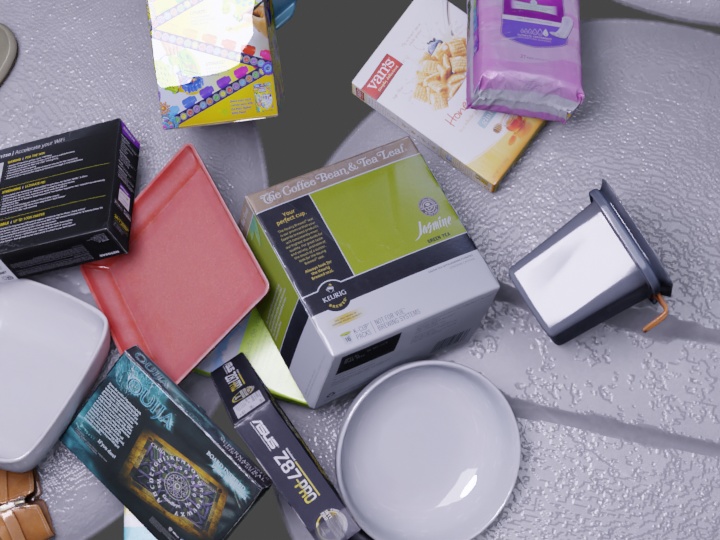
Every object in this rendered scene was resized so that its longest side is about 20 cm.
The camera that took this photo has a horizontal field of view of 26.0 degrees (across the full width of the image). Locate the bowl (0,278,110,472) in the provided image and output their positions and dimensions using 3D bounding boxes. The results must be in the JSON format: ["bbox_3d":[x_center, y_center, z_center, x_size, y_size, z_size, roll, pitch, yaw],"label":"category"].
[{"bbox_3d":[-0.369,0.111,1.628,0.198,0.075,0.201,18,62,21],"label":"bowl"}]

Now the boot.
[{"bbox_3d":[-0.419,0.223,1.635,0.154,0.077,0.202,-23,81,-2],"label":"boot"}]

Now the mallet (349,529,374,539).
[{"bbox_3d":[-0.018,0.360,1.621,0.065,0.041,0.202,25,85,4],"label":"mallet"}]

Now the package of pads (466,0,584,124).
[{"bbox_3d":[0.177,-0.259,1.684,0.119,0.076,0.202,9,61,-10],"label":"package of pads"}]

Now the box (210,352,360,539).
[{"bbox_3d":[-0.079,0.177,1.549,0.049,0.200,0.162,-33,104,-5],"label":"box"}]

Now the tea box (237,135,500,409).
[{"bbox_3d":[0.000,0.000,1.601,0.198,0.134,0.198,-21,69,-22],"label":"tea box"}]

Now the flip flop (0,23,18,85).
[{"bbox_3d":[-0.447,-0.191,1.730,0.081,0.058,0.201,27,80,7],"label":"flip flop"}]

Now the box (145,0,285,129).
[{"bbox_3d":[-0.151,-0.257,1.637,0.120,0.200,0.195,-7,99,0],"label":"box"}]

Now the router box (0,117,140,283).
[{"bbox_3d":[-0.336,-0.069,1.652,0.198,0.051,0.150,-12,53,17],"label":"router box"}]

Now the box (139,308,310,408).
[{"bbox_3d":[-0.124,0.062,1.675,0.198,0.048,0.123,17,79,5],"label":"box"}]

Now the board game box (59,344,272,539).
[{"bbox_3d":[-0.198,0.192,1.578,0.200,0.028,0.136,44,114,8],"label":"board game box"}]

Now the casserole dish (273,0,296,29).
[{"bbox_3d":[-0.151,-0.356,1.767,0.121,0.039,0.200,-41,81,-6],"label":"casserole dish"}]

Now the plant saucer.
[{"bbox_3d":[-0.186,0.007,1.611,0.200,0.037,0.201,-45,60,24],"label":"plant saucer"}]

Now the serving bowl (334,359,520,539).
[{"bbox_3d":[0.063,0.188,1.618,0.198,0.066,0.203,-2,97,-16],"label":"serving bowl"}]

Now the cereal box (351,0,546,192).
[{"bbox_3d":[0.109,-0.201,1.725,0.199,0.040,0.144,35,80,8],"label":"cereal box"}]

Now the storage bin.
[{"bbox_3d":[0.237,0.013,1.610,0.134,0.200,0.146,-34,79,6],"label":"storage bin"}]

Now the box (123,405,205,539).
[{"bbox_3d":[-0.205,0.245,1.639,0.081,0.049,0.203,-2,79,1],"label":"box"}]
